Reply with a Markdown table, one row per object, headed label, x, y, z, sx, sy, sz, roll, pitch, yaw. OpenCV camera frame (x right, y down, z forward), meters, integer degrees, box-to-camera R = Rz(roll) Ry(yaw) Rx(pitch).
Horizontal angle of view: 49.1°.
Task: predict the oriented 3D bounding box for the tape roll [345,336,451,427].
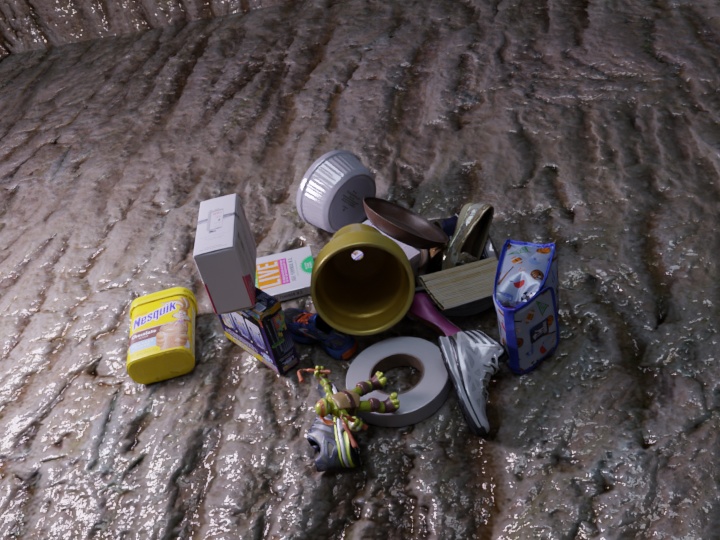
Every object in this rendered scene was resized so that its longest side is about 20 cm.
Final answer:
| label | x | y | z | sx | sy | sz | roll | pitch | yaw |
| --- | --- | --- | --- | --- | --- | --- | --- | --- | --- |
| tape roll | 0.071 | 0.207 | 1.490 | 0.202 | 0.037 | 0.203 | -9 | 38 | 7 |

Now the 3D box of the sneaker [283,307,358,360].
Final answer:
| label | x | y | z | sx | sy | sz | roll | pitch | yaw |
| --- | --- | --- | --- | --- | --- | --- | --- | --- | --- |
| sneaker | -0.089 | 0.111 | 1.629 | 0.199 | 0.079 | 0.075 | 18 | 47 | 35 |

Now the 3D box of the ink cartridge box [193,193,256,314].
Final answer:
| label | x | y | z | sx | sy | sz | roll | pitch | yaw |
| --- | --- | --- | --- | --- | --- | --- | --- | --- | --- |
| ink cartridge box | -0.260 | -0.035 | 1.543 | 0.082 | 0.147 | 0.200 | -13 | 35 | 2 |

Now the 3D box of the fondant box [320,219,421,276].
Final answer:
| label | x | y | z | sx | sy | sz | roll | pitch | yaw |
| --- | --- | --- | --- | --- | --- | --- | --- | --- | --- |
| fondant box | 0.026 | -0.024 | 1.775 | 0.144 | 0.058 | 0.200 | -33 | 40 | -20 |

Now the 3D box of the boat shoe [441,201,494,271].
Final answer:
| label | x | y | z | sx | sy | sz | roll | pitch | yaw |
| --- | --- | --- | --- | --- | --- | --- | --- | --- | --- |
| boat shoe | 0.226 | -0.049 | 1.658 | 0.063 | 0.073 | 0.201 | 9 | 82 | 51 |

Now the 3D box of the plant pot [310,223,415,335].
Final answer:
| label | x | y | z | sx | sy | sz | roll | pitch | yaw |
| --- | --- | --- | --- | --- | --- | --- | --- | --- | --- |
| plant pot | 0.000 | 0.000 | 1.577 | 0.200 | 0.202 | 0.189 | -13 | 24 | 2 |

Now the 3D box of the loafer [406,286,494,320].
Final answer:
| label | x | y | z | sx | sy | sz | roll | pitch | yaw |
| --- | --- | --- | --- | --- | --- | --- | --- | --- | --- |
| loafer | 0.186 | 0.054 | 1.613 | 0.199 | 0.070 | 0.070 | -11 | 37 | 5 |

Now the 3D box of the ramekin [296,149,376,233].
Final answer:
| label | x | y | z | sx | sy | sz | roll | pitch | yaw |
| --- | --- | --- | --- | --- | --- | --- | --- | --- | --- |
| ramekin | -0.050 | -0.180 | 1.894 | 0.202 | 0.203 | 0.094 | -36 | 53 | -25 |

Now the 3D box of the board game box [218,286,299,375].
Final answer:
| label | x | y | z | sx | sy | sz | roll | pitch | yaw |
| --- | --- | --- | --- | --- | --- | --- | --- | --- | --- |
| board game box | -0.222 | 0.102 | 1.613 | 0.057 | 0.166 | 0.200 | -37 | 43 | -26 |

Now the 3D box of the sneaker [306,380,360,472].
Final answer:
| label | x | y | z | sx | sy | sz | roll | pitch | yaw |
| --- | --- | --- | --- | --- | --- | --- | --- | --- | --- |
| sneaker | -0.061 | 0.277 | 1.421 | 0.081 | 0.074 | 0.200 | -19 | 36 | 0 |

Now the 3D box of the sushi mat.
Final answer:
| label | x | y | z | sx | sy | sz | roll | pitch | yaw |
| --- | --- | --- | --- | --- | --- | --- | --- | --- | --- |
| sushi mat | 0.218 | 0.024 | 1.583 | 0.199 | 0.012 | 0.096 | -14 | 52 | -30 |

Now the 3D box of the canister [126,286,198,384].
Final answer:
| label | x | y | z | sx | sy | sz | roll | pitch | yaw |
| --- | --- | --- | --- | --- | --- | --- | --- | --- | --- |
| canister | -0.427 | 0.140 | 1.704 | 0.148 | 0.087 | 0.200 | -15 | 39 | 0 |

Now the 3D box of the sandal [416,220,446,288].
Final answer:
| label | x | y | z | sx | sy | sz | roll | pitch | yaw |
| --- | --- | --- | --- | --- | --- | --- | --- | --- | --- |
| sandal | 0.163 | -0.025 | 1.712 | 0.054 | 0.080 | 0.201 | -9 | 43 | 24 |

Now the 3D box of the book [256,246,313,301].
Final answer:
| label | x | y | z | sx | sy | sz | roll | pitch | yaw |
| --- | --- | --- | --- | --- | --- | --- | --- | --- | --- |
| book | -0.200 | 0.022 | 1.812 | 0.199 | 0.048 | 0.134 | -15 | 42 | -2 |

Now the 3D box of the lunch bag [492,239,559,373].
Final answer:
| label | x | y | z | sx | sy | sz | roll | pitch | yaw |
| --- | --- | --- | --- | --- | --- | --- | --- | --- | --- |
| lunch bag | 0.309 | 0.069 | 1.475 | 0.123 | 0.171 | 0.200 | 4 | 40 | 24 |

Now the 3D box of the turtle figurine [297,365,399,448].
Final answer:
| label | x | y | z | sx | sy | sz | roll | pitch | yaw |
| --- | --- | --- | --- | --- | --- | --- | --- | --- | --- |
| turtle figurine | -0.014 | 0.234 | 1.364 | 0.161 | 0.065 | 0.200 | -6 | 33 | -33 |

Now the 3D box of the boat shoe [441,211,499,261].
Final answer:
| label | x | y | z | sx | sy | sz | roll | pitch | yaw |
| --- | --- | --- | --- | --- | --- | --- | --- | --- | --- |
| boat shoe | 0.243 | -0.062 | 1.753 | 0.092 | 0.075 | 0.200 | -25 | 35 | 10 |

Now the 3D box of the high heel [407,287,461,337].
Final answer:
| label | x | y | z | sx | sy | sz | roll | pitch | yaw |
| --- | --- | --- | --- | --- | --- | --- | --- | --- | --- |
| high heel | 0.148 | 0.127 | 1.529 | 0.096 | 0.068 | 0.201 | -19 | 50 | 1 |

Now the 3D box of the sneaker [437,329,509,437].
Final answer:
| label | x | y | z | sx | sy | sz | roll | pitch | yaw |
| --- | --- | --- | --- | --- | --- | --- | --- | --- | --- |
| sneaker | 0.218 | 0.188 | 1.398 | 0.115 | 0.076 | 0.201 | -18 | 58 | 1 |

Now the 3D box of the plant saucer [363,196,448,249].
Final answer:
| label | x | y | z | sx | sy | sz | roll | pitch | yaw |
| --- | --- | --- | --- | --- | --- | --- | --- | --- | --- |
| plant saucer | 0.089 | -0.094 | 1.658 | 0.200 | 0.037 | 0.201 | 24 | 18 | -8 |
